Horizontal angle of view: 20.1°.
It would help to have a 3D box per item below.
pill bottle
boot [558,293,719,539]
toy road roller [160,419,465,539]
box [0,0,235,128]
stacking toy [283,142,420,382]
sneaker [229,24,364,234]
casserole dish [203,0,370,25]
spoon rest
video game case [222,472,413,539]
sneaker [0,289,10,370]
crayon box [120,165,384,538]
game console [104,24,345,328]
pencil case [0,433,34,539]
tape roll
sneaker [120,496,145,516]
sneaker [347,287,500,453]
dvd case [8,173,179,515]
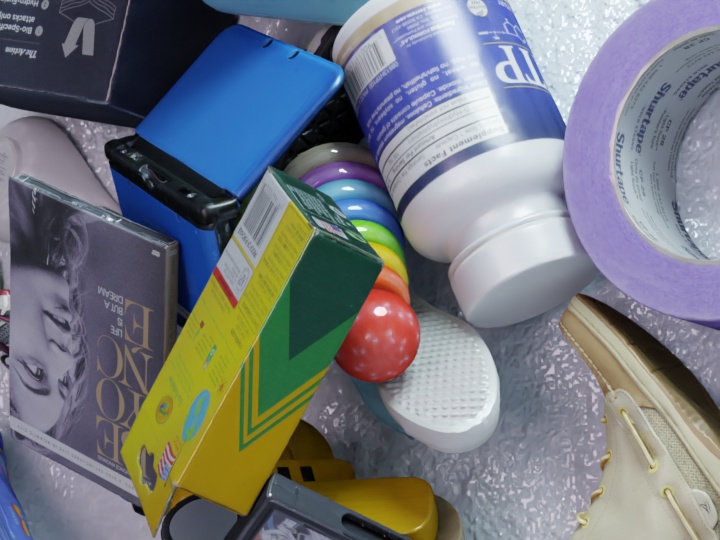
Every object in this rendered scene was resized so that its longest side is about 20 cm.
[{"bbox_3d":[0.070,-0.073,1.256,0.120,0.120,0.201,-33,67,26],"label":"pill bottle"},{"bbox_3d":[0.148,0.128,1.198,0.156,0.073,0.200,-48,63,20],"label":"boot"},{"bbox_3d":[-0.024,0.163,1.278,0.199,0.123,0.146,-3,39,13],"label":"toy road roller"},{"bbox_3d":[-0.195,-0.212,1.467,0.196,0.117,0.201,12,87,35],"label":"box"},{"bbox_3d":[0.000,0.000,1.246,0.085,0.085,0.200,-50,27,17],"label":"stacking toy"},{"bbox_3d":[-0.049,-0.092,1.372,0.083,0.072,0.201,27,89,52],"label":"sneaker"},{"bbox_3d":[-0.026,-0.198,1.357,0.199,0.121,0.039,10,119,36],"label":"casserole dish"},{"bbox_3d":[-0.227,-0.052,1.508,0.200,0.061,0.100,31,99,48],"label":"spoon rest"},{"bbox_3d":[-0.017,0.223,1.211,0.200,0.180,0.026,-55,13,38],"label":"video game case"},{"bbox_3d":[-0.228,0.050,1.450,0.200,0.080,0.075,-1,88,53],"label":"sneaker"},{"bbox_3d":[-0.067,0.052,1.179,0.200,0.051,0.127,-61,22,10],"label":"crayon box"},{"bbox_3d":[-0.079,-0.051,1.325,0.200,0.118,0.171,33,139,61],"label":"game console"},{"bbox_3d":[-0.273,0.181,1.444,0.200,0.078,0.087,-120,35,-45],"label":"pencil case"},{"bbox_3d":[0.222,-0.065,1.171,0.199,0.085,0.201,-6,79,34],"label":"tape roll"},{"bbox_3d":[-0.116,0.072,1.394,0.200,0.066,0.078,-53,54,16],"label":"sneaker"},{"bbox_3d":[0.042,0.073,1.251,0.074,0.082,0.200,-27,28,-6],"label":"sneaker"},{"bbox_3d":[-0.180,0.050,1.347,0.148,0.016,0.201,23,122,33],"label":"dvd case"}]
